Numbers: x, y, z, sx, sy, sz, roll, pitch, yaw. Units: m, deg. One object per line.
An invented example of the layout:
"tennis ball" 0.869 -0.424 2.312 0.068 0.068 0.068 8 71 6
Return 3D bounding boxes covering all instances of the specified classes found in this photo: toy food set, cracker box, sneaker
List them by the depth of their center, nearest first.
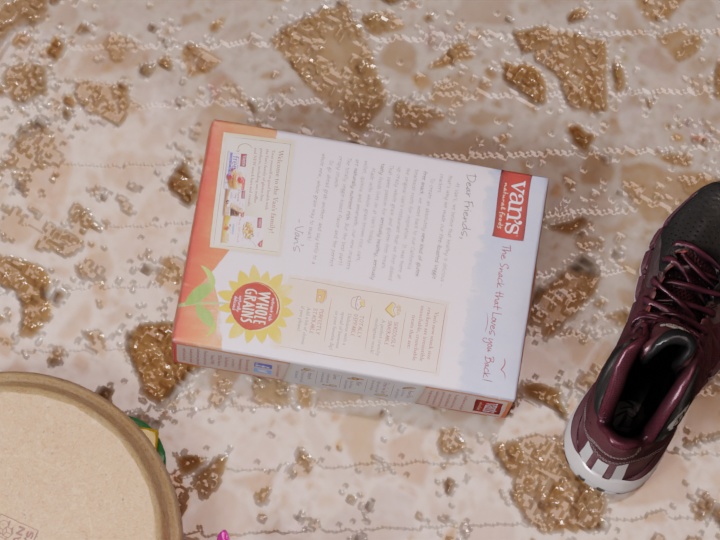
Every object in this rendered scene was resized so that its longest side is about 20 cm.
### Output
"toy food set" -0.193 0.156 1.672 0.197 0.049 0.201 8 74 -2
"sneaker" 0.185 0.029 1.694 0.075 0.116 0.201 25 75 3
"cracker box" 0.000 0.000 1.721 0.199 0.058 0.135 10 76 0

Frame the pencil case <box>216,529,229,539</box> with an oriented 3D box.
"pencil case" -0.004 0.221 1.650 0.199 0.088 0.089 25 75 1
